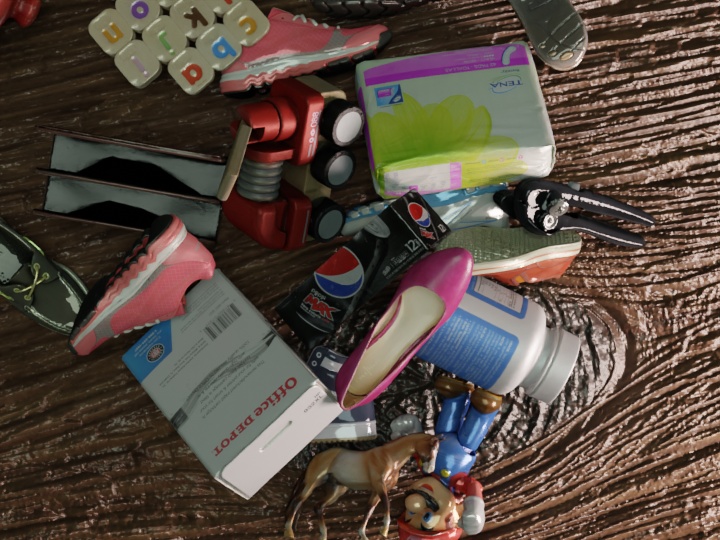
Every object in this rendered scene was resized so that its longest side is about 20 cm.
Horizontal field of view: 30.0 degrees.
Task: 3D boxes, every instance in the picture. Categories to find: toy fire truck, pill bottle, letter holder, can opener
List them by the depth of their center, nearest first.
[{"bbox_3d":[-0.098,-0.099,1.390,0.200,0.129,0.176,-14,126,-41],"label":"toy fire truck"},{"bbox_3d":[-0.248,-0.091,1.442,0.200,0.142,0.101,10,92,-3],"label":"letter holder"},{"bbox_3d":[0.135,0.069,1.482,0.200,0.112,0.112,27,91,-3],"label":"pill bottle"},{"bbox_3d":[0.246,-0.066,1.483,0.200,0.079,0.063,9,117,-26],"label":"can opener"}]

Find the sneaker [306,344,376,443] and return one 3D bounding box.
[{"bbox_3d":[-0.083,0.137,1.498,0.200,0.070,0.109,-1,89,-1],"label":"sneaker"}]

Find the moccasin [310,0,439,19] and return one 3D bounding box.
[{"bbox_3d":[0.040,-0.328,1.480,0.201,0.074,0.078,-15,84,1],"label":"moccasin"}]

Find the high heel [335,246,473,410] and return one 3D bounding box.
[{"bbox_3d":[0.044,0.061,1.377,0.067,0.096,0.200,42,115,-11],"label":"high heel"}]

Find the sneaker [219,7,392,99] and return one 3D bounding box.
[{"bbox_3d":[-0.065,-0.253,1.478,0.200,0.074,0.087,-15,90,-3],"label":"sneaker"}]

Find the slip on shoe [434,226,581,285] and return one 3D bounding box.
[{"bbox_3d":[0.160,-0.011,1.464,0.200,0.074,0.061,-7,126,-40],"label":"slip on shoe"}]

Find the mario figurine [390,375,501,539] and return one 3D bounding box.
[{"bbox_3d":[0.087,0.220,1.487,0.106,0.123,0.200,18,88,-16],"label":"mario figurine"}]

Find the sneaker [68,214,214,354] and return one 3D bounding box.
[{"bbox_3d":[-0.232,0.035,1.421,0.087,0.074,0.200,38,115,-19],"label":"sneaker"}]

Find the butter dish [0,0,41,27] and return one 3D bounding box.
[{"bbox_3d":[-0.410,-0.305,1.422,0.148,0.199,0.200,23,93,-27],"label":"butter dish"}]

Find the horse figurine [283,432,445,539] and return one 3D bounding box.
[{"bbox_3d":[-0.011,0.238,1.478,0.050,0.200,0.133,43,50,-37],"label":"horse figurine"}]

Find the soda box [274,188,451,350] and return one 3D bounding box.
[{"bbox_3d":[0.000,0.000,1.447,0.063,0.071,0.200,50,121,2],"label":"soda box"}]

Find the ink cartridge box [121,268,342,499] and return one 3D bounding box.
[{"bbox_3d":[-0.137,0.119,1.434,0.145,0.084,0.200,-43,55,-3],"label":"ink cartridge box"}]

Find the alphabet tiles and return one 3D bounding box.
[{"bbox_3d":[-0.198,-0.296,1.477,0.200,0.015,0.196,-41,76,-1],"label":"alphabet tiles"}]

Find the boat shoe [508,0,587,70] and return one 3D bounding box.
[{"bbox_3d":[0.194,-0.309,1.490,0.076,0.072,0.200,-19,80,11],"label":"boat shoe"}]

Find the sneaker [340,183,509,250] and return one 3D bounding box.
[{"bbox_3d":[0.076,-0.051,1.496,0.200,0.075,0.087,-12,99,-2],"label":"sneaker"}]

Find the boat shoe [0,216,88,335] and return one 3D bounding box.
[{"bbox_3d":[-0.375,0.002,1.481,0.202,0.060,0.072,42,90,-4],"label":"boat shoe"}]

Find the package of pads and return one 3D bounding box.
[{"bbox_3d":[0.102,-0.163,1.461,0.200,0.068,0.155,-9,61,-2],"label":"package of pads"}]
